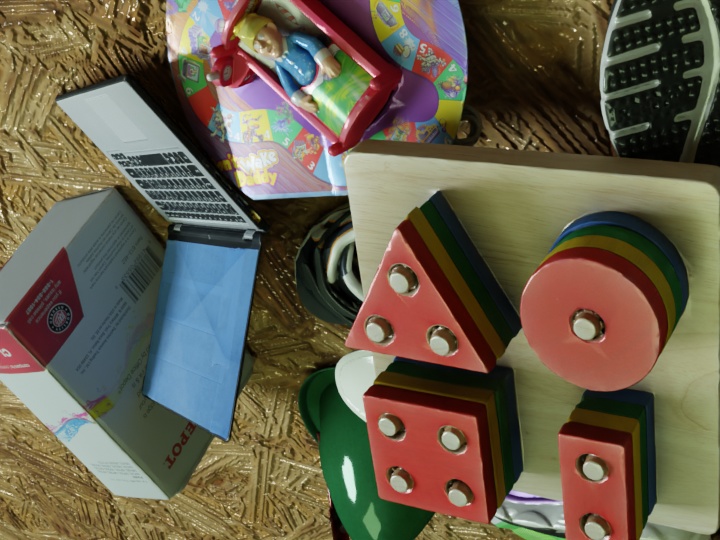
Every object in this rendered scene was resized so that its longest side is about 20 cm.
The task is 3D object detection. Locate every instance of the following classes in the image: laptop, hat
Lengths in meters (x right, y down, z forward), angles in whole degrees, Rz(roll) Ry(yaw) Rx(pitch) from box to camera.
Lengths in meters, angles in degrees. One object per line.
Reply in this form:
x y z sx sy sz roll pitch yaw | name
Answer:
-0.148 -0.011 0.766 0.200 0.116 0.186 48 162 -22 | laptop
-0.001 0.207 0.914 0.164 0.177 0.201 -13 126 43 | hat

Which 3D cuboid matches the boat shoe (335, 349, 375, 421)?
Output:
0.074 0.076 0.804 0.197 0.062 0.074 -3 108 34 | boat shoe

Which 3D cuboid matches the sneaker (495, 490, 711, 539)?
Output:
0.147 0.129 0.719 0.080 0.085 0.199 20 165 -27 | sneaker

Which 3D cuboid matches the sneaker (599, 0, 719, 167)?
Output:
0.152 -0.069 0.580 0.072 0.080 0.203 -7 117 3 | sneaker

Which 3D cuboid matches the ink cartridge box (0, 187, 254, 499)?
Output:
-0.194 0.062 0.905 0.082 0.147 0.201 -7 130 40 | ink cartridge box

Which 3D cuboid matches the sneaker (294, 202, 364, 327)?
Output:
0.000 0.000 0.760 0.078 0.080 0.200 35 145 -9 | sneaker

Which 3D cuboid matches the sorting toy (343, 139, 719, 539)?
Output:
0.080 0.045 0.587 0.197 0.070 0.202 8 121 30 | sorting toy

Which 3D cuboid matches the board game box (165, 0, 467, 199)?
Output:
-0.038 -0.113 0.629 0.197 0.039 0.161 0 109 32 | board game box

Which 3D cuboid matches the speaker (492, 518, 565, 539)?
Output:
0.184 0.185 0.840 0.198 0.089 0.089 28 144 4 | speaker

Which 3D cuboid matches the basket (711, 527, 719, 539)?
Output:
0.235 0.080 0.635 0.147 0.144 0.201 28 143 2 | basket

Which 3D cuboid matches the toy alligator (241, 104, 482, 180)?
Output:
-0.009 -0.082 0.694 0.197 0.060 0.054 5 179 28 | toy alligator
